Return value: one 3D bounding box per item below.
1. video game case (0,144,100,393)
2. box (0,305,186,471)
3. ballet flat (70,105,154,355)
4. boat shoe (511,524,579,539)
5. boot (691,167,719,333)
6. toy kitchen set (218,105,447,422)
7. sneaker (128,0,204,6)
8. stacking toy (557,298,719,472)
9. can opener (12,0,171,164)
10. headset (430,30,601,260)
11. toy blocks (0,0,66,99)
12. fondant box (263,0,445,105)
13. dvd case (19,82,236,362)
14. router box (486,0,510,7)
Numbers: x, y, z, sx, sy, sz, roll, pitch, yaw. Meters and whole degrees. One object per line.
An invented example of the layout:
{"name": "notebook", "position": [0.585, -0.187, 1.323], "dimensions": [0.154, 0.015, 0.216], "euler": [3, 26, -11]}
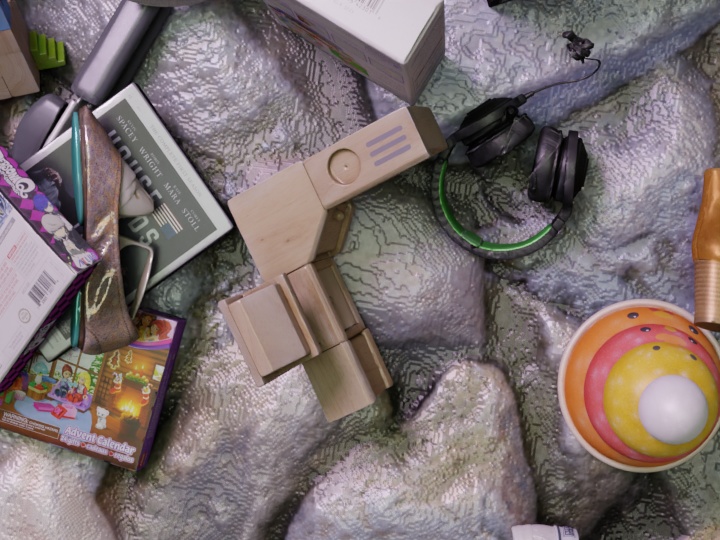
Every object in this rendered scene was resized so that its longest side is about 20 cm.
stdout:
{"name": "video game case", "position": [-0.318, -0.014, 0.886], "dimensions": [0.181, 0.036, 0.200], "euler": [47, 128, 3]}
{"name": "box", "position": [-0.268, 0.082, 0.970], "dimensions": [0.198, 0.039, 0.139], "euler": [16, 91, 4]}
{"name": "ballet flat", "position": [-0.204, -0.032, 0.893], "dimensions": [0.066, 0.068, 0.203], "euler": [-1, 101, -18]}
{"name": "boat shoe", "position": [0.133, 0.316, 0.923], "dimensions": [0.085, 0.075, 0.205], "euler": [6, 89, 4]}
{"name": "boot", "position": [0.372, -0.007, 0.904], "dimensions": [0.199, 0.071, 0.146], "euler": [14, 79, -7]}
{"name": "toy kitchen set", "position": [0.000, 0.000, 0.865], "dimensions": [0.179, 0.163, 0.202], "euler": [-26, 89, 19]}
{"name": "sneaker", "position": [-0.124, -0.303, 0.927], "dimensions": [0.197, 0.081, 0.116], "euler": [-16, 79, -18]}
{"name": "stacking toy", "position": [0.235, 0.100, 0.848], "dimensions": [0.144, 0.200, 0.148], "euler": [0, 91, 4]}
{"name": "can opener", "position": [-0.240, -0.167, 0.958], "dimensions": [0.066, 0.053, 0.201], "euler": [36, 93, 4]}
{"name": "headset", "position": [0.137, -0.102, 0.907], "dimensions": [0.123, 0.094, 0.201], "euler": [30, 104, 3]}
{"name": "toy blocks", "position": [-0.363, -0.200, 0.911], "dimensions": [0.197, 0.137, 0.101], "euler": [-12, 57, -3]}
{"name": "fondant box", "position": [-0.007, -0.204, 0.864], "dimensions": [0.143, 0.200, 0.059], "euler": [32, 92, 4]}
{"name": "dvd case", "position": [-0.228, -0.040, 0.929], "dimensions": [0.199, 0.025, 0.151], "euler": [-36, 95, 2]}
{"name": "router box", "position": [0.190, -0.283, 0.871], "dimensions": [0.198, 0.150, 0.063], "euler": [-18, 90, 5]}
